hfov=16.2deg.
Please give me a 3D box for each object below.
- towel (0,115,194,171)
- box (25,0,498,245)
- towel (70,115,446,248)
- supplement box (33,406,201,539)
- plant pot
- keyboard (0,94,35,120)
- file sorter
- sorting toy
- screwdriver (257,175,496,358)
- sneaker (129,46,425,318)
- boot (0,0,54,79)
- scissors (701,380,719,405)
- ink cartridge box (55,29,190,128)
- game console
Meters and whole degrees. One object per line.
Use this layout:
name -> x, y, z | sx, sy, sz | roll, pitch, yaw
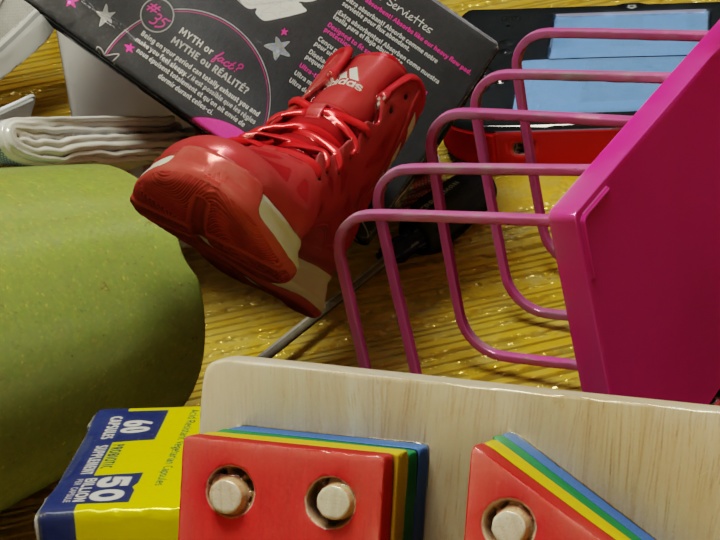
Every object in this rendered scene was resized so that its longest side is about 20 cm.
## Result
towel -> -0.196, -0.040, 1.224 | 0.200, 0.024, 0.147 | -15, -5, 31
box -> -0.045, -0.115, 1.223 | 0.200, 0.115, 0.132 | 36, -1, 0
towel -> -0.061, -0.063, 1.350 | 0.200, 0.030, 0.146 | -8, 30, -3
supplement box -> -0.008, 0.116, 0.944 | 0.200, 0.110, 0.109 | -2, 17, 6
plant pot -> -0.175, 0.032, 1.089 | 0.190, 0.200, 0.200 | -16, 30, -41
keyboard -> -0.257, -0.038, 1.309 | 0.200, 0.056, 0.011 | -28, 70, -25
file sorter -> 0.090, -0.010, 1.118 | 0.125, 0.139, 0.200 | 3, 29, 30
sorting toy -> 0.028, 0.138, 0.822 | 0.199, 0.200, 0.070 | 5, 4, 18
screwdriver -> 0.000, 0.000, 1.235 | 0.029, 0.028, 0.200 | 44, 50, 17
sneaker -> -0.031, -0.055, 1.064 | 0.078, 0.116, 0.200 | 26, -6, 7
boot -> -0.257, -0.117, 1.370 | 0.074, 0.096, 0.200 | 4, 44, 45
scissors -> 0.154, 0.070, 1.109 | 0.073, 0.014, 0.200 | 14, 35, 37
ink cartridge box -> -0.101, -0.177, 1.402 | 0.146, 0.147, 0.200 | -10, 21, -4
game console -> 0.147, -0.109, 1.388 | 0.200, 0.031, 0.177 | 0, 32, 8
